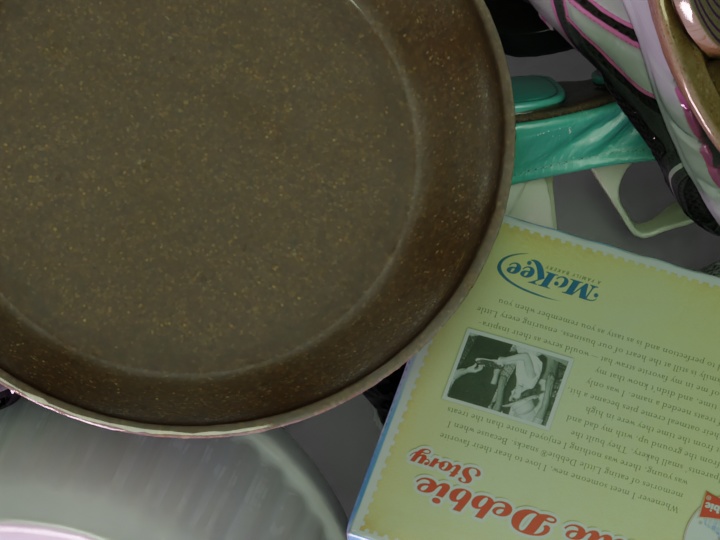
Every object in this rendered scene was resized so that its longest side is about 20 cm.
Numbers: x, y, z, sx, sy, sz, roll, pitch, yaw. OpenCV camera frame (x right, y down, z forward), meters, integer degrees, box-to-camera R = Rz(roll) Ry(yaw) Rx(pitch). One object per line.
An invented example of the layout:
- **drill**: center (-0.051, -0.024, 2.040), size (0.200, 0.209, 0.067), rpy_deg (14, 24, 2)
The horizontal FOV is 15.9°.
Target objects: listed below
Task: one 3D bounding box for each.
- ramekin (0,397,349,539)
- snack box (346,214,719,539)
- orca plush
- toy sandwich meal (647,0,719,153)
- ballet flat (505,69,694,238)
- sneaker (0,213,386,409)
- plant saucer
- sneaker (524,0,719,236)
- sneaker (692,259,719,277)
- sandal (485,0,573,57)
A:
- **ramekin**: center (-0.098, 0.135, 0.854), size (0.199, 0.105, 0.201), rpy_deg (2, 108, 6)
- **snack box**: center (0.108, 0.063, 0.786), size (0.199, 0.037, 0.117), rpy_deg (17, 69, 12)
- **orca plush**: center (0.000, 0.000, 0.850), size (0.105, 0.071, 0.201), rpy_deg (-12, 108, -18)
- **toy sandwich meal**: center (0.176, -0.104, 0.831), size (0.205, 0.070, 0.206), rpy_deg (4, 84, -39)
- **ballet flat**: center (0.080, -0.042, 0.922), size (0.199, 0.067, 0.071), rpy_deg (-11, 101, 0)
- **sneaker**: center (-0.092, 0.014, 0.815), size (0.199, 0.100, 0.070), rpy_deg (10, 119, 16)
- **plant saucer**: center (-0.054, -0.042, 0.783), size (0.200, 0.037, 0.201), rpy_deg (2, 72, -8)
- **sneaker**: center (0.085, -0.106, 0.860), size (0.080, 0.086, 0.201), rpy_deg (-35, 109, -35)
- **sneaker**: center (0.138, 0.010, 0.878), size (0.199, 0.082, 0.075), rpy_deg (-19, 50, -30)
- **sandal**: center (0.134, -0.126, 0.920), size (0.199, 0.045, 0.075), rpy_deg (-15, 44, 0)
